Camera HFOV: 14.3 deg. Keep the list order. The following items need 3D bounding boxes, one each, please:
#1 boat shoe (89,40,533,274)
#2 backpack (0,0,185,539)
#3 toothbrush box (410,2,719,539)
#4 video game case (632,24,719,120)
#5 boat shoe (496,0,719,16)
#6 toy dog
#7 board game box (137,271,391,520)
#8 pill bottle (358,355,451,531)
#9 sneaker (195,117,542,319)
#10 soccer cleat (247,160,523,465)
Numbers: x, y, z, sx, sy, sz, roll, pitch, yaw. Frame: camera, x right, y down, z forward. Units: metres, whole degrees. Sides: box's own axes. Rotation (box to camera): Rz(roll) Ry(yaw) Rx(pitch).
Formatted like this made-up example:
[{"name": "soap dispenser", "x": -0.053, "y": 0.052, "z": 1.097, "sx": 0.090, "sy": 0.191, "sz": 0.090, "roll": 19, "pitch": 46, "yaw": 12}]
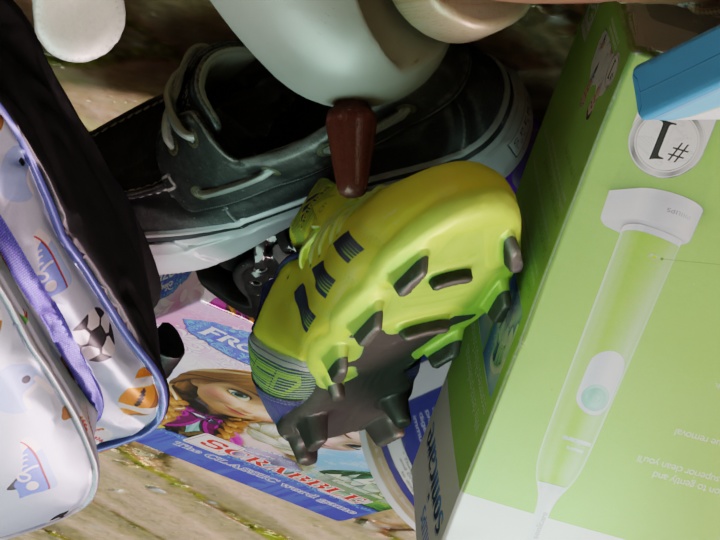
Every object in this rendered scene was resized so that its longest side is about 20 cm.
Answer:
[{"name": "boat shoe", "x": -0.038, "y": -0.054, "z": 1.013, "sx": 0.199, "sy": 0.072, "sz": 0.071, "roll": -14, "pitch": 141, "yaw": 29}, {"name": "backpack", "x": -0.175, "y": 0.014, "z": 0.960, "sx": 0.190, "sy": 0.154, "sz": 0.200, "roll": -17, "pitch": 124, "yaw": 13}, {"name": "toothbrush box", "x": 0.115, "y": 0.022, "z": 0.923, "sx": 0.145, "sy": 0.201, "sz": 0.086, "roll": 15, "pitch": -157, "yaw": -9}, {"name": "video game case", "x": 0.196, "y": -0.068, "z": 0.795, "sx": 0.199, "sy": 0.018, "sz": 0.143, "roll": -2, "pitch": 168, "yaw": -31}, {"name": "boat shoe", "x": 0.100, "y": -0.100, "z": 0.798, "sx": 0.199, "sy": 0.076, "sz": 0.072, "roll": 0, "pitch": 157, "yaw": 34}, {"name": "toy dog", "x": -0.047, "y": -0.088, "z": 0.873, "sx": 0.199, "sy": 0.097, "sz": 0.132, "roll": 15, "pitch": 158, "yaw": -6}, {"name": "board game box", "x": -0.034, "y": 0.051, "z": 1.290, "sx": 0.199, "sy": 0.041, "sz": 0.199, "roll": 23, "pitch": 156, "yaw": -26}, {"name": "pill bottle", "x": 0.090, "y": 0.039, "z": 1.090, "sx": 0.115, "sy": 0.116, "sz": 0.200, "roll": 21, "pitch": 158, "yaw": -21}, {"name": "sneaker", "x": -0.004, "y": -0.015, "z": 1.066, "sx": 0.099, "sy": 0.070, "sz": 0.200, "roll": 21, "pitch": 156, "yaw": -20}, {"name": "soccer cleat", "x": -0.001, "y": 0.000, "z": 0.938, "sx": 0.064, "sy": 0.084, "sz": 0.200, "roll": -13, "pitch": 163, "yaw": -18}]
